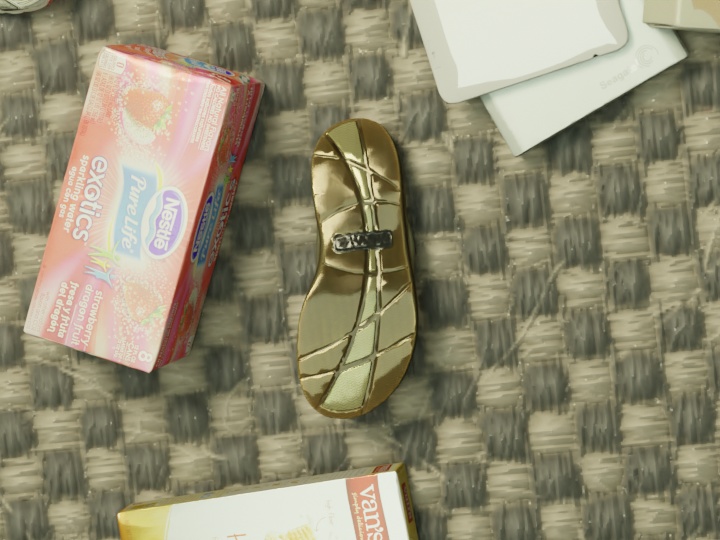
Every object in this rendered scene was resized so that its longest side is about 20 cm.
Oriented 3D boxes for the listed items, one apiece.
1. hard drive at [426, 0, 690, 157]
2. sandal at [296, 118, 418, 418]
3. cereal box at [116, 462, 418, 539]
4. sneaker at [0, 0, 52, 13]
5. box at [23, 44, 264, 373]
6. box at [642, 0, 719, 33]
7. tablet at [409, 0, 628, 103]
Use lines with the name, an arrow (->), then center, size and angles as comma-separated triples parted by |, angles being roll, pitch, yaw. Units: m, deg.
hard drive -> 0.108, -0.193, 1.698 | 0.132, 0.026, 0.200 | -30, 88, 12
sandal -> 0.000, 0.000, 1.729 | 0.080, 0.054, 0.200 | -1, 81, 6
cereal box -> -0.055, 0.216, 1.762 | 0.200, 0.040, 0.144 | -10, 93, 12
sneaker -> -0.291, -0.230, 1.745 | 0.200, 0.082, 0.078 | 24, 99, 7
box -> -0.143, -0.044, 1.723 | 0.095, 0.103, 0.200 | 18, 98, 9
box -> 0.238, -0.249, 1.629 | 0.095, 0.078, 0.200 | 2, 96, -9
tablet -> 0.084, -0.221, 1.681 | 0.130, 0.014, 0.200 | -18, 92, 12
